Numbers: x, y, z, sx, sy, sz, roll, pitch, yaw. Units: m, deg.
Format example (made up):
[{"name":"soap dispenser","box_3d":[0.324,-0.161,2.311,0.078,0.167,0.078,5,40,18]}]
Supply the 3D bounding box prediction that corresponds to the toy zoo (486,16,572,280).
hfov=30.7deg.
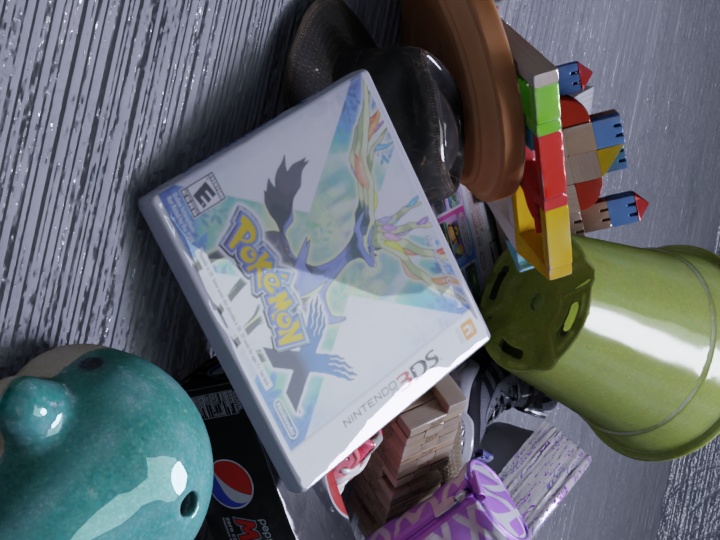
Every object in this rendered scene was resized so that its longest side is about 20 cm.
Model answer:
[{"name":"toy zoo","box_3d":[0.119,-0.083,0.985,0.131,0.020,0.201,-121,-163,-55]}]

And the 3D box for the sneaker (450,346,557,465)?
[{"name":"sneaker","box_3d":[0.132,0.117,1.229,0.201,0.113,0.076,-78,-175,-56]}]

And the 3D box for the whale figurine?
[{"name":"whale figurine","box_3d":[-0.146,0.124,0.645,0.200,0.103,0.160,-47,142,-52]}]

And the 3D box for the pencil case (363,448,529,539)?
[{"name":"pencil case","box_3d":[0.042,0.234,1.048,0.200,0.084,0.085,-41,147,14]}]

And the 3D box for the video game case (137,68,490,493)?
[{"name":"video game case","box_3d":[-0.020,0.003,0.811,0.182,0.022,0.201,-35,106,-33]}]

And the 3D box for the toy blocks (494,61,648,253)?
[{"name":"toy blocks","box_3d":[0.177,-0.104,1.169,0.100,0.136,0.201,-62,138,-75]}]

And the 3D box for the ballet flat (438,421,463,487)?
[{"name":"ballet flat","box_3d":[0.070,0.160,1.124,0.046,0.067,0.201,-18,118,-23]}]

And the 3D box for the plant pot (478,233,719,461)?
[{"name":"plant pot","box_3d":[0.208,0.049,1.131,0.189,0.199,0.201,20,81,-40]}]

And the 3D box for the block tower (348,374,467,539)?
[{"name":"block tower","box_3d":[0.034,0.154,1.070,0.058,0.054,0.201,-20,145,-26]}]

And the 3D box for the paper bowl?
[{"name":"paper bowl","box_3d":[0.128,0.231,1.292,0.201,0.104,0.201,-47,168,-13]}]

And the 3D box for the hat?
[{"name":"hat","box_3d":[0.028,-0.101,0.909,0.200,0.080,0.202,31,54,-56]}]

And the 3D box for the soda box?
[{"name":"soda box","box_3d":[-0.054,0.153,0.841,0.071,0.063,0.201,-37,112,-58]}]

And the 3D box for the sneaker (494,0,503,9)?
[{"name":"sneaker","box_3d":[0.080,-0.201,1.089,0.073,0.087,0.202,-12,95,-22]}]

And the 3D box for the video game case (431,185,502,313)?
[{"name":"video game case","box_3d":[0.072,-0.042,1.112,0.182,0.024,0.201,-29,108,-61]}]

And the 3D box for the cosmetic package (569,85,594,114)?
[{"name":"cosmetic package","box_3d":[0.157,-0.081,1.271,0.090,0.106,0.201,-34,133,-60]}]

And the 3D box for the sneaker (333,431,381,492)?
[{"name":"sneaker","box_3d":[-0.027,0.131,0.933,0.074,0.086,0.201,-49,143,-49]}]

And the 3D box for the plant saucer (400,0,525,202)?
[{"name":"plant saucer","box_3d":[0.071,-0.148,0.991,0.200,0.032,0.202,163,-90,-79]}]
